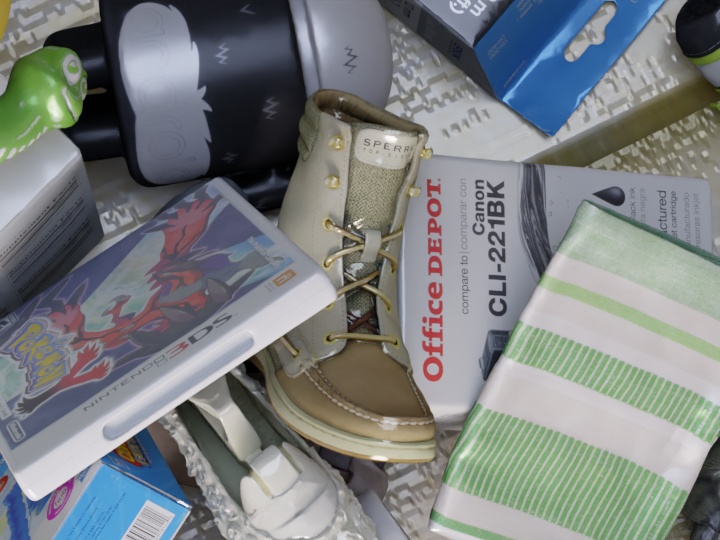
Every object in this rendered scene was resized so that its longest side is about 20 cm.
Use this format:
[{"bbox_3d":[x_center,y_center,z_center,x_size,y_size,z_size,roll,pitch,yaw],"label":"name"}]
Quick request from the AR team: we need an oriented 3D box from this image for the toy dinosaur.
[{"bbox_3d":[0.205,0.141,1.428,0.200,0.047,0.088,-37,69,-8],"label":"toy dinosaur"}]

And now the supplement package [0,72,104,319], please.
[{"bbox_3d":[-0.263,-0.055,1.363,0.191,0.200,0.147,43,80,6],"label":"supplement package"}]

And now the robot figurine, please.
[{"bbox_3d":[-0.081,-0.117,1.424,0.200,0.150,0.125,-11,60,-4],"label":"robot figurine"}]

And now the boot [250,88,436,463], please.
[{"bbox_3d":[0.000,0.000,1.290,0.072,0.200,0.155,9,110,-26],"label":"boot"}]

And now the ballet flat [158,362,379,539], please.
[{"bbox_3d":[-0.061,0.099,1.312,0.072,0.072,0.200,-38,63,-9],"label":"ballet flat"}]

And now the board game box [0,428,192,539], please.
[{"bbox_3d":[-0.183,0.158,1.304,0.056,0.196,0.200,31,96,-23],"label":"board game box"}]

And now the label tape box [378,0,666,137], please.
[{"bbox_3d":[0.083,-0.199,1.475,0.200,0.066,0.143,39,80,6],"label":"label tape box"}]

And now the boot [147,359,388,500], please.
[{"bbox_3d":[-0.060,0.108,1.412,0.146,0.070,0.200,41,87,-3],"label":"boot"}]

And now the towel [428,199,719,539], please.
[{"bbox_3d":[0.136,0.075,1.342,0.152,0.023,0.200,21,104,-26],"label":"towel"}]

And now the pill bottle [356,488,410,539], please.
[{"bbox_3d":[-0.047,0.216,1.353,0.200,0.120,0.120,-36,83,-2],"label":"pill bottle"}]

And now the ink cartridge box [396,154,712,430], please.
[{"bbox_3d":[0.094,0.017,1.395,0.200,0.084,0.145,4,79,-21],"label":"ink cartridge box"}]

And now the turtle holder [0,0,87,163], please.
[{"bbox_3d":[-0.225,-0.136,1.210,0.185,0.141,0.132,28,61,12],"label":"turtle holder"}]

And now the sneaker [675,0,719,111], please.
[{"bbox_3d":[0.274,-0.174,1.490,0.200,0.072,0.083,-42,108,-8],"label":"sneaker"}]

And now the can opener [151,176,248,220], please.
[{"bbox_3d":[-0.135,0.028,1.418,0.200,0.053,0.066,-45,106,-2],"label":"can opener"}]

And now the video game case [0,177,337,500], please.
[{"bbox_3d":[-0.119,0.029,1.287,0.182,0.200,0.023,-34,113,-7],"label":"video game case"}]
